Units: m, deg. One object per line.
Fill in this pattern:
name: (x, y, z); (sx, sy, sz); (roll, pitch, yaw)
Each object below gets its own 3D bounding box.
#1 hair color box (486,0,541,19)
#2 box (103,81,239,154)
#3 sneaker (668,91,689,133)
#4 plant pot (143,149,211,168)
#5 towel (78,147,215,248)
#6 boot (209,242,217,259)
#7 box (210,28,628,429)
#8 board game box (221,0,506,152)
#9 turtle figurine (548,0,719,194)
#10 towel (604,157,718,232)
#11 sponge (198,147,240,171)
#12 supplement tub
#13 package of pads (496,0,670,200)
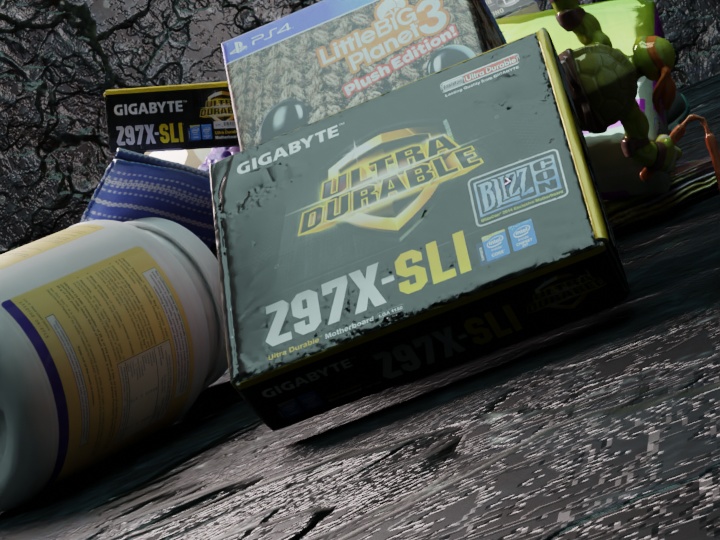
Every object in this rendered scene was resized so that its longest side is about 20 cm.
hair color box: (0.114, -0.123, 1.477); (0.109, 0.200, 0.065); (-22, 35, 5)
box: (-0.069, -0.115, 1.341); (0.159, 0.050, 0.200); (-4, 5, 22)
sneaker: (0.148, -0.104, 1.403); (0.199, 0.092, 0.078); (-22, 4, 1)
plant pot: (-0.080, -0.037, 1.545); (0.200, 0.201, 0.134); (-24, 14, -29)
towel: (-0.140, 0.007, 1.307); (0.144, 0.024, 0.200); (15, -49, -21)
boot: (0.000, 0.000, 1.251); (0.200, 0.165, 0.066); (-44, 10, 15)
box: (0.024, -0.023, 0.960); (0.199, 0.049, 0.160); (-21, 48, 12)
board game box: (0.020, -0.064, 1.099); (0.159, 0.201, 0.097); (-22, -35, 12)
turtle figurine: (0.141, -0.104, 1.188); (0.161, 0.200, 0.064); (-24, 17, 21)
towel: (0.181, -0.045, 1.362); (0.143, 0.023, 0.200); (-24, 3, -7)
sponge: (-0.079, -0.055, 1.422); (0.111, 0.030, 0.200); (9, 44, 21)
supplement tub: (-0.187, 0.052, 1.175); (0.145, 0.146, 0.200); (-19, 5, 41)
package of pads: (0.117, -0.114, 1.315); (0.199, 0.068, 0.155); (-8, 46, 17)
